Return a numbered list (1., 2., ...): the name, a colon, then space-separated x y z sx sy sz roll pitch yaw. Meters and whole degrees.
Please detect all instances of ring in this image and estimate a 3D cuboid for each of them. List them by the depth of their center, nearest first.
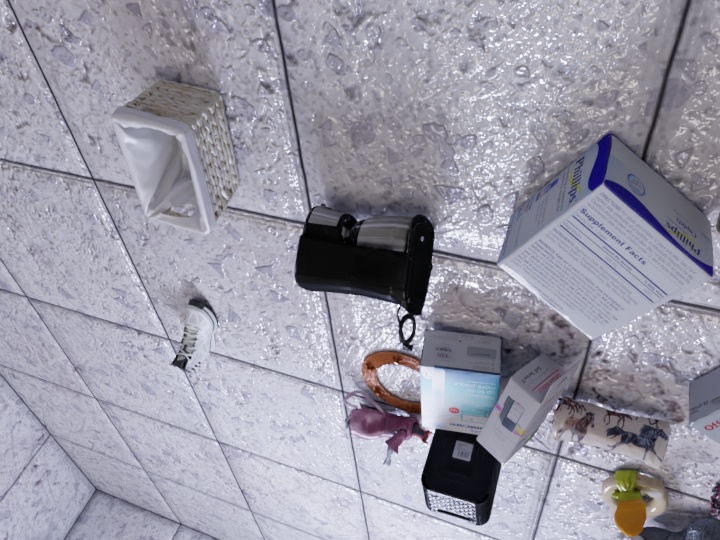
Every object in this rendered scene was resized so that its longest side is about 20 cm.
1. ring: 0.090 0.243 1.300 0.195 0.019 0.204 16 138 14

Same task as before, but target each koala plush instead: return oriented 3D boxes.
1. koala plush: 0.632 0.577 1.244 0.174 0.190 0.198 20 165 -34

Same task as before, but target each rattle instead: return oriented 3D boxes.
1. rattle: 0.541 0.504 1.226 0.126 0.145 0.204 1 130 3

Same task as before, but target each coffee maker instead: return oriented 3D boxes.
1. coffee maker: 0.000 0.000 0.960 0.195 0.197 0.135 6 153 26

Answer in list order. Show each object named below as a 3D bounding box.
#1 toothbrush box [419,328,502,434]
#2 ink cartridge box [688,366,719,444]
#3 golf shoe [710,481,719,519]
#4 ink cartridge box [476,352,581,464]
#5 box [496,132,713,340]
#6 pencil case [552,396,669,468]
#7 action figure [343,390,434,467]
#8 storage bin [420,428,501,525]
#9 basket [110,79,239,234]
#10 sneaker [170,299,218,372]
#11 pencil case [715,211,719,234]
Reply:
1. toothbrush box: 0.185 0.211 1.147 0.142 0.087 0.203 6 137 12
2. ink cartridge box: 0.617 0.218 0.915 0.197 0.084 0.147 31 141 -3
3. golf shoe: 0.688 0.385 1.066 0.089 0.074 0.202 11 148 10
4. ink cartridge box: 0.287 0.222 1.057 0.067 0.115 0.204 40 129 28
5. box: 0.313 -0.036 0.806 0.182 0.106 0.200 36 141 -9
6. pencil case: 0.438 0.283 1.082 0.194 0.080 0.089 12 167 19
7. action figure: 0.073 0.338 1.369 0.195 0.133 0.154 0 107 31
8. storage bin: 0.208 0.377 1.228 0.131 0.203 0.095 8 138 21
9. basket: -0.283 -0.182 0.984 0.132 0.125 0.203 15 138 15
10. sneaker: -0.383 0.165 1.416 0.074 0.117 0.203 20 140 9
11. pencil case: 0.522 -0.039 0.702 0.195 0.079 0.090 22 155 8
